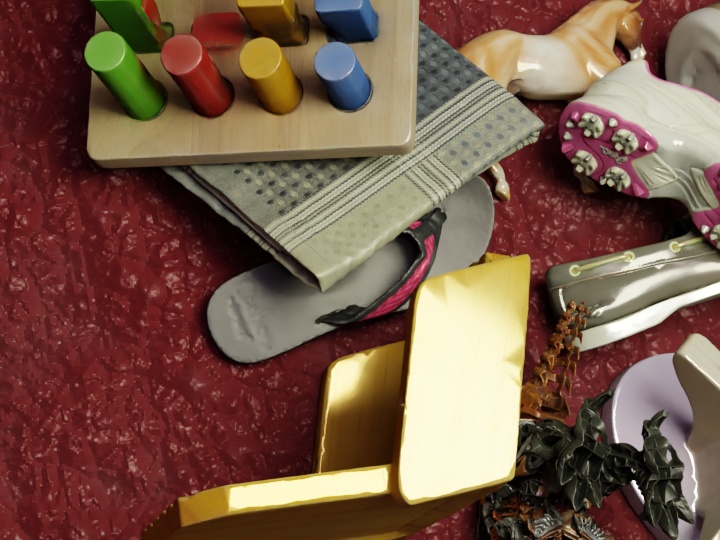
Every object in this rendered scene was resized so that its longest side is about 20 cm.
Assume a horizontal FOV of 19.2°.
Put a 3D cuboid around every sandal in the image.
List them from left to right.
[{"bbox_3d":[0.000,0.000,1.318,0.200,0.045,0.075,-27,88,-12],"label":"sandal"}]

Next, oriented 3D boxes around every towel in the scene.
[{"bbox_3d":[-0.018,-0.090,1.325,0.200,0.035,0.193,-35,61,-25],"label":"towel"}]

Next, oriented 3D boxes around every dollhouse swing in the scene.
[{"bbox_3d":[-0.022,0.079,1.223,0.176,0.200,0.182,9,73,-12],"label":"dollhouse swing"}]

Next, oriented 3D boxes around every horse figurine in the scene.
[{"bbox_3d":[0.113,-0.114,1.396,0.200,0.050,0.133,-7,83,-20],"label":"horse figurine"}]

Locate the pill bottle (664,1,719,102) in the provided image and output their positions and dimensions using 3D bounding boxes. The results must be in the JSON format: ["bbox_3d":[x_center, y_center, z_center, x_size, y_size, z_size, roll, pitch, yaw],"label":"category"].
[{"bbox_3d":[0.315,-0.147,1.428,0.200,0.111,0.111,-20,81,-20],"label":"pill bottle"}]

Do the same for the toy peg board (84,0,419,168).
[{"bbox_3d":[-0.071,-0.173,1.258,0.199,0.098,0.200,-2,73,12],"label":"toy peg board"}]

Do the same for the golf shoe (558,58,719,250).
[{"bbox_3d":[0.228,-0.070,1.347,0.200,0.075,0.092,32,50,9],"label":"golf shoe"}]

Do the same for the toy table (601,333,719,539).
[{"bbox_3d":[0.255,0.122,1.334,0.200,0.117,0.184,31,69,-4],"label":"toy table"}]

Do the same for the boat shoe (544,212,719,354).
[{"bbox_3d":[0.215,-0.007,1.382,0.202,0.072,0.060,-21,86,-16],"label":"boat shoe"}]

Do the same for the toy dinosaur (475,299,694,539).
[{"bbox_3d":[0.114,0.121,1.285,0.102,0.136,0.200,-7,88,-37],"label":"toy dinosaur"}]
